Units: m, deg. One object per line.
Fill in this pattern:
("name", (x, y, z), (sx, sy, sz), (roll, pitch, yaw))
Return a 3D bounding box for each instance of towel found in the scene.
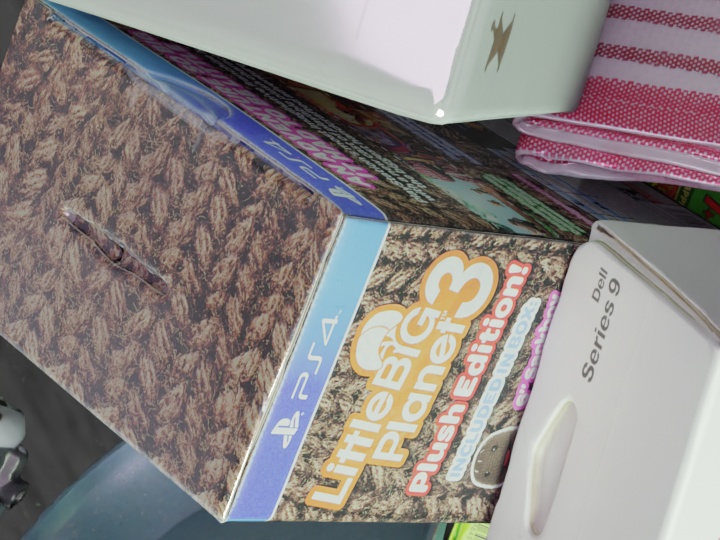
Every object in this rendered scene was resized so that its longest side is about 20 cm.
("towel", (0.142, -0.103, 0.896), (0.146, 0.030, 0.200), (12, 60, 15))

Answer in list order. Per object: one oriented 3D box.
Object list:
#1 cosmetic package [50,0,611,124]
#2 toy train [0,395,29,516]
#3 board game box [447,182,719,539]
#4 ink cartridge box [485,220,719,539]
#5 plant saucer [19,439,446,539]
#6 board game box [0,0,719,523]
("cosmetic package", (-0.024, -0.148, 0.789), (0.200, 0.166, 0.167), (19, 99, 14))
("toy train", (-0.196, 0.109, 1.026), (0.114, 0.085, 0.200), (32, 103, 13))
("board game box", (0.111, 0.024, 0.976), (0.102, 0.048, 0.200), (21, 104, 6))
("ink cartridge box", (0.149, 0.071, 0.845), (0.200, 0.088, 0.145), (5, 111, -27))
("plant saucer", (-0.048, 0.112, 0.962), (0.200, 0.200, 0.036), (-26, 121, 14))
("board game box", (0.000, 0.000, 0.879), (0.159, 0.200, 0.097), (36, 111, 42))
